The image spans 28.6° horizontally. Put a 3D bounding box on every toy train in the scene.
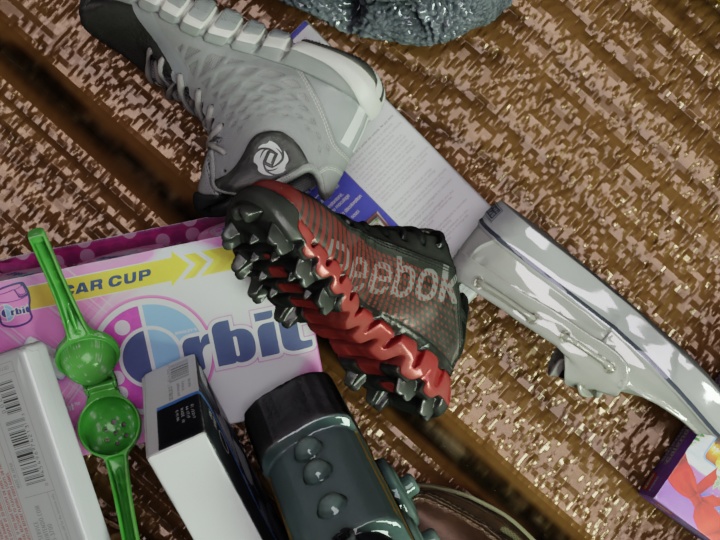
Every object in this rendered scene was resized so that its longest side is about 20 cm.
[{"bbox_3d":[-0.006,0.143,0.774,0.085,0.200,0.114,-29,120,0],"label":"toy train"}]

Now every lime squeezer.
[{"bbox_3d":[-0.151,0.070,0.784,0.038,0.071,0.201,-11,101,14],"label":"lime squeezer"}]

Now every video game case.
[{"bbox_3d":[-0.223,0.159,0.821,0.182,0.023,0.201,-18,91,28],"label":"video game case"}]

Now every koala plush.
[{"bbox_3d":[0.027,-0.226,0.824,0.183,0.200,0.178,31,84,-2],"label":"koala plush"}]

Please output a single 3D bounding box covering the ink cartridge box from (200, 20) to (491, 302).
[{"bbox_3d":[0.002,-0.053,0.895,0.095,0.037,0.200,-45,93,-5],"label":"ink cartridge box"}]

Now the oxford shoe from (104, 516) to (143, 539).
[{"bbox_3d":[-0.154,0.190,0.851,0.199,0.071,0.072,17,87,-2],"label":"oxford shoe"}]

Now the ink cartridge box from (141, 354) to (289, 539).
[{"bbox_3d":[-0.066,0.154,0.809,0.039,0.099,0.200,-23,115,-1],"label":"ink cartridge box"}]

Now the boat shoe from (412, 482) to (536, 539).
[{"bbox_3d":[0.099,0.203,0.867,0.202,0.075,0.075,37,84,-1],"label":"boat shoe"}]

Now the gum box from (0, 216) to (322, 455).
[{"bbox_3d":[-0.129,0.038,0.849,0.199,0.066,0.114,-12,105,-5],"label":"gum box"}]

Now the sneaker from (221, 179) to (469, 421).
[{"bbox_3d":[0.000,0.000,0.803,0.200,0.071,0.098,45,64,-39],"label":"sneaker"}]

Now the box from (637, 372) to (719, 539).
[{"bbox_3d":[0.298,0.146,0.904,0.200,0.039,0.137,36,84,-2],"label":"box"}]

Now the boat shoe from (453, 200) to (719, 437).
[{"bbox_3d":[0.141,0.043,0.861,0.200,0.072,0.066,39,98,-7],"label":"boat shoe"}]

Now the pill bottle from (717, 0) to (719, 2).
[{"bbox_3d":[0.235,-0.231,0.886,0.200,0.111,0.111,35,85,-2],"label":"pill bottle"}]

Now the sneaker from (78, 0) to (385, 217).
[{"bbox_3d":[-0.095,-0.095,0.837,0.199,0.075,0.116,20,81,14],"label":"sneaker"}]
